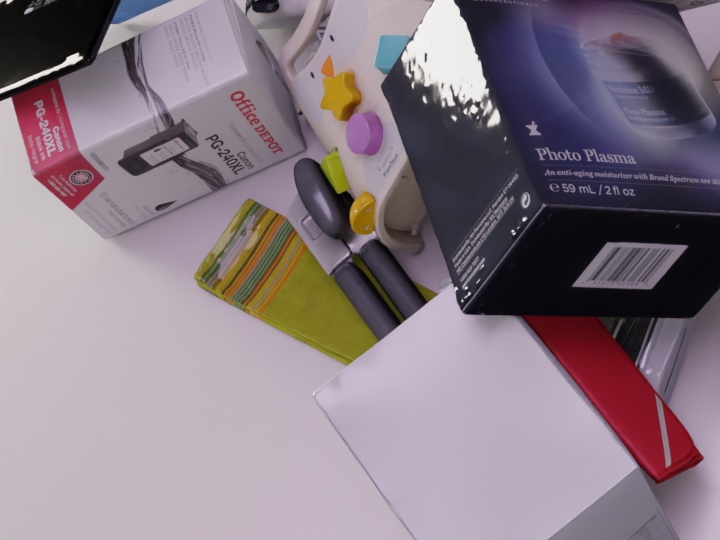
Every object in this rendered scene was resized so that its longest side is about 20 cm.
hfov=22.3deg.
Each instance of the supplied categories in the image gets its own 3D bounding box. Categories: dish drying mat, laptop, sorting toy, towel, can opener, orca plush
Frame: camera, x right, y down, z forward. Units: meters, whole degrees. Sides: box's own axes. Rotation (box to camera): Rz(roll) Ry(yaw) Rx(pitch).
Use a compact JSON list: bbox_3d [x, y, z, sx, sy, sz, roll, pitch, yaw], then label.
[{"bbox_3d":[0.166,0.063,1.302,0.200,0.077,0.018,53,125,17],"label":"dish drying mat"},{"bbox_3d":[-0.213,-0.192,1.515,0.186,0.116,0.201,-15,46,41],"label":"laptop"},{"bbox_3d":[0.007,-0.140,1.419,0.180,0.106,0.201,52,131,26],"label":"sorting toy"},{"bbox_3d":[-0.038,0.014,1.482,0.199,0.018,0.086,26,79,26],"label":"towel"},{"bbox_3d":[0.000,0.000,1.435,0.053,0.066,0.200,-41,65,11],"label":"can opener"},{"bbox_3d":[-0.034,-0.246,1.517,0.104,0.200,0.072,-1,90,-22],"label":"orca plush"}]

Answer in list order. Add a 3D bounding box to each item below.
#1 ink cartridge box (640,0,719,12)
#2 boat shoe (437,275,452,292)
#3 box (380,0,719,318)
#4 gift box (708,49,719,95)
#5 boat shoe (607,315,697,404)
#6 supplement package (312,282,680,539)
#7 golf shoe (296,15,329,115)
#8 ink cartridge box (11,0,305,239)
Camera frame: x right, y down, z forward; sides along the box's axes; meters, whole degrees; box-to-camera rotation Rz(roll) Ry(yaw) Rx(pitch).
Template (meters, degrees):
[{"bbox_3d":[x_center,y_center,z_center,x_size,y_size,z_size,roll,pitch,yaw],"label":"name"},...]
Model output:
[{"bbox_3d":[0.163,-0.213,1.278,0.197,0.199,0.044,-10,81,33],"label":"ink cartridge box"},{"bbox_3d":[0.153,-0.024,1.389,0.202,0.074,0.065,-38,86,12],"label":"boat shoe"},{"bbox_3d":[0.145,-0.083,1.245,0.199,0.123,0.199,1,52,-30],"label":"box"},{"bbox_3d":[0.365,-0.109,1.288,0.187,0.200,0.184,-58,21,-14],"label":"gift box"},{"bbox_3d":[0.220,0.006,1.364,0.070,0.072,0.201,17,76,20],"label":"boat shoe"},{"bbox_3d":[0.100,0.141,1.275,0.147,0.200,0.192,-38,62,0],"label":"supplement package"},{"bbox_3d":[0.031,-0.124,1.501,0.200,0.078,0.098,35,103,30],"label":"golf shoe"},{"bbox_3d":[-0.162,-0.123,1.510,0.199,0.145,0.084,-24,63,9],"label":"ink cartridge box"}]
